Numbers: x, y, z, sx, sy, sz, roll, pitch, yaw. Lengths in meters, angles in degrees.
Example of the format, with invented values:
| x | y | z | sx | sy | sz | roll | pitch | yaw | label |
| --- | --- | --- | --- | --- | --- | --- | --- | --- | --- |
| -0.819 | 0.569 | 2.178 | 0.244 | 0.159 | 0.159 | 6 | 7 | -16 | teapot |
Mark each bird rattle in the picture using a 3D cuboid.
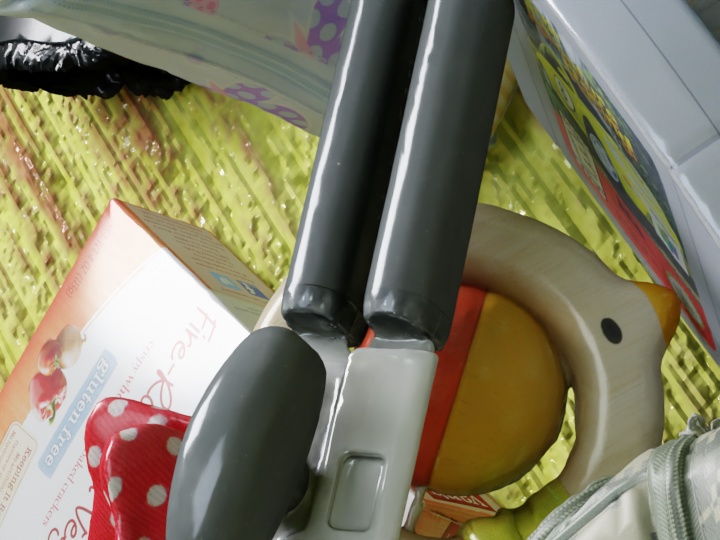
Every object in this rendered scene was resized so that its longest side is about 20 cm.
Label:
| x | y | z | sx | sy | sz | roll | pitch | yaw | label |
| --- | --- | --- | --- | --- | --- | --- | --- | --- | --- |
| 0.016 | 0.059 | 0.891 | 0.199 | 0.113 | 0.164 | 16 | 77 | 16 | bird rattle |

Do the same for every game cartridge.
| x | y | z | sx | sy | sz | roll | pitch | yaw | label |
| --- | --- | --- | --- | --- | --- | --- | --- | --- | --- |
| 0.087 | -0.043 | 0.876 | 0.041 | 0.133 | 0.200 | -29 | 52 | -6 | game cartridge |

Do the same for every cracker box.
| x | y | z | sx | sy | sz | roll | pitch | yaw | label |
| --- | --- | --- | --- | --- | --- | --- | --- | --- | --- |
| -0.051 | 0.084 | 1.015 | 0.200 | 0.058 | 0.134 | 41 | 105 | 41 | cracker box |

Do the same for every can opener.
| x | y | z | sx | sy | sz | roll | pitch | yaw | label |
| --- | --- | --- | --- | --- | --- | --- | --- | --- | --- |
| 0.000 | 0.000 | 0.832 | 0.052 | 0.067 | 0.201 | 3 | 65 | 27 | can opener |

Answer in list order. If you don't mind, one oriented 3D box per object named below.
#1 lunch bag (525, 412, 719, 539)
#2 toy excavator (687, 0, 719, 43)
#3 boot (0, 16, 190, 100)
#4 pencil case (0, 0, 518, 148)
| x | y | z | sx | sy | sz | roll | pitch | yaw | label |
| --- | --- | --- | --- | --- | --- | --- | --- | --- | --- |
| 0.120 | 0.119 | 0.748 | 0.167 | 0.199 | 0.140 | -32 | 60 | 31 | lunch bag |
| 0.086 | -0.173 | 0.955 | 0.194 | 0.099 | 0.201 | 22 | 107 | 43 | toy excavator |
| -0.119 | -0.150 | 1.143 | 0.197 | 0.073 | 0.164 | 3 | 83 | 43 | boot |
| -0.037 | -0.093 | 0.961 | 0.083 | 0.199 | 0.091 | -23 | 56 | 43 | pencil case |
